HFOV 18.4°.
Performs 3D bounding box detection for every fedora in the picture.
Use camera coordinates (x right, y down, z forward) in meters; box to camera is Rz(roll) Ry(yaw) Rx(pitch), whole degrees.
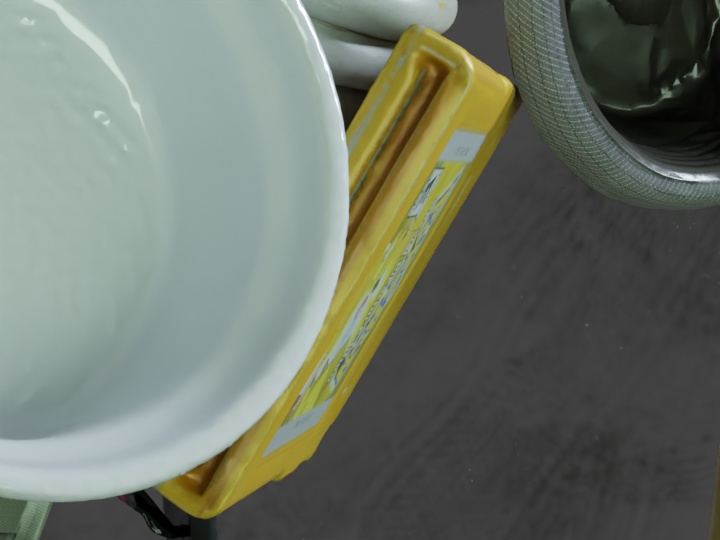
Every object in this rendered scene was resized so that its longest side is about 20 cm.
[{"bbox_3d":[0.119,-0.126,0.885,0.176,0.090,0.201,-36,123,-10],"label":"fedora"}]

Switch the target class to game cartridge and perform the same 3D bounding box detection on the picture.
[{"bbox_3d":[0.000,0.000,0.813,0.032,0.200,0.177,31,96,9],"label":"game cartridge"}]

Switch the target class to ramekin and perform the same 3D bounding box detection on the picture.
[{"bbox_3d":[-0.112,-0.028,0.672,0.199,0.097,0.202,6,78,-32],"label":"ramekin"}]

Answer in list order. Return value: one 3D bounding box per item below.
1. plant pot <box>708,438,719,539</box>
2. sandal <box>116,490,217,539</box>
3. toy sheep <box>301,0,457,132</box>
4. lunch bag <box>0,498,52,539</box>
[{"bbox_3d":[0.232,0.098,0.957,0.199,0.200,0.191,-8,93,-23],"label":"plant pot"},{"bbox_3d":[-0.085,0.044,0.838,0.045,0.075,0.201,-12,124,-11],"label":"sandal"},{"bbox_3d":[-0.027,-0.112,0.802,0.137,0.138,0.201,18,112,-28],"label":"toy sheep"},{"bbox_3d":[-0.182,0.036,0.763,0.163,0.117,0.201,17,96,-46],"label":"lunch bag"}]
